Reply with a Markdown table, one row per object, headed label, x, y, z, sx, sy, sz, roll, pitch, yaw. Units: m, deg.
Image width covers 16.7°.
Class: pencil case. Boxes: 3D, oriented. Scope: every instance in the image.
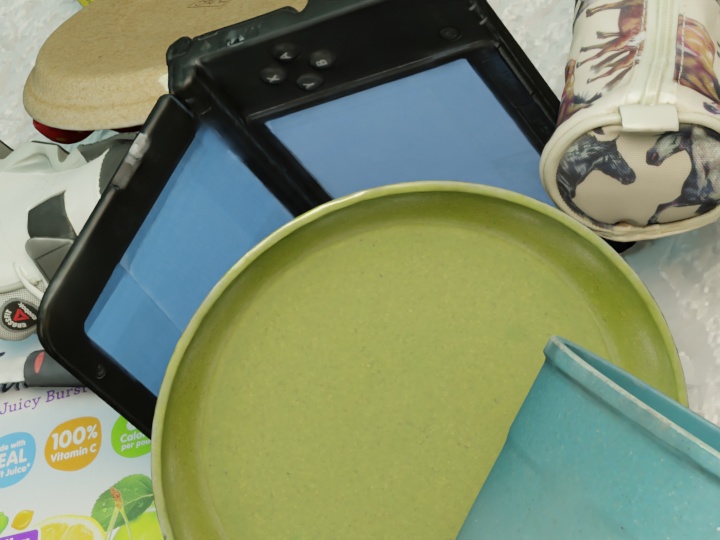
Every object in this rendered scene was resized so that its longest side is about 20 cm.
| label | x | y | z | sx | sy | sz | roll | pitch | yaw |
| --- | --- | --- | --- | --- | --- | --- | --- | --- | --- |
| pencil case | 0.116 | -0.103 | 0.941 | 0.078 | 0.089 | 0.200 | 0 | 50 | 13 |

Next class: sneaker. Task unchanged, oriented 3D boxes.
| label | x | y | z | sx | sy | sz | roll | pitch | yaw |
| --- | --- | --- | --- | --- | --- | --- | --- | --- | --- |
| sneaker | -0.117 | -0.007 | 1.039 | 0.200 | 0.074 | 0.089 | 0 | 61 | 42 |

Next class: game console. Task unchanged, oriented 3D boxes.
| label | x | y | z | sx | sy | sz | roll | pitch | yaw |
| --- | --- | --- | --- | --- | --- | --- | --- | --- | --- |
| game console | 0.000 | 0.000 | 0.944 | 0.176 | 0.200 | 0.116 | -16 | 55 | 21 |

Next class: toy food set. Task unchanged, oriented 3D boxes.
| label | x | y | z | sx | sy | sz | roll | pitch | yaw |
| --- | --- | --- | --- | --- | --- | --- | --- | --- | --- |
| toy food set | -0.053 | -0.102 | 1.091 | 0.200 | 0.049 | 0.198 | -6 | 26 | 29 |

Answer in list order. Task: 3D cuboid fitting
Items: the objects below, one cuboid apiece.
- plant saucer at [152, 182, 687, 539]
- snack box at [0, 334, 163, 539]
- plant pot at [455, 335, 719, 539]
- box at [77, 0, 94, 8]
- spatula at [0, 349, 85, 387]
| label | x | y | z | sx | sy | sz | roll | pitch | yaw |
| --- | --- | --- | --- | --- | --- | --- | --- | --- | --- |
| plant saucer | 0.021 | 0.062 | 0.910 | 0.200 | 0.200 | 0.031 | -40 | 17 | 2 |
| snack box | -0.112 | 0.077 | 1.058 | 0.142 | 0.053 | 0.200 | -14 | 54 | 21 |
| plant pot | 0.099 | 0.153 | 0.806 | 0.200 | 0.200 | 0.188 | 35 | 95 | 40 |
| box | -0.056 | -0.196 | 1.200 | 0.200 | 0.050 | 0.075 | -22 | 53 | 17 |
| spatula | -0.152 | 0.047 | 1.052 | 0.200 | 0.021 | 0.057 | -7 | 53 | 27 |
